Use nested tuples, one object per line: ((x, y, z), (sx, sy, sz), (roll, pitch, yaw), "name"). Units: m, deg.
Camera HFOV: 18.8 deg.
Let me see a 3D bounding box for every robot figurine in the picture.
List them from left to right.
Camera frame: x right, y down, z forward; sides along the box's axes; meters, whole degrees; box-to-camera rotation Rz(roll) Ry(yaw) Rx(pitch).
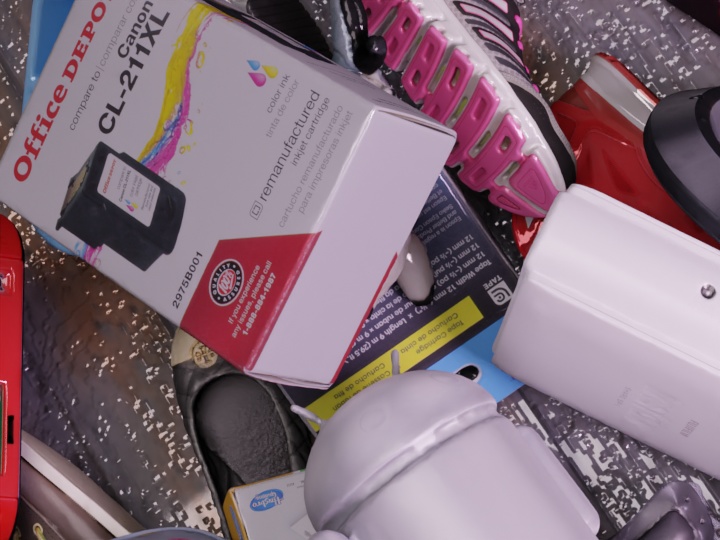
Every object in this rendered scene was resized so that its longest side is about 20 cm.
((0.047, 0.133, 1.087), (0.200, 0.169, 0.113), (54, 134, 15), "robot figurine")

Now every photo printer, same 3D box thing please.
((0.170, 0.046, 1.096), (0.199, 0.166, 0.070), (26, 72, 5), "photo printer")

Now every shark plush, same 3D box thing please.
((-0.018, -0.054, 1.130), (0.083, 0.091, 0.201), (6, 109, 26), "shark plush")

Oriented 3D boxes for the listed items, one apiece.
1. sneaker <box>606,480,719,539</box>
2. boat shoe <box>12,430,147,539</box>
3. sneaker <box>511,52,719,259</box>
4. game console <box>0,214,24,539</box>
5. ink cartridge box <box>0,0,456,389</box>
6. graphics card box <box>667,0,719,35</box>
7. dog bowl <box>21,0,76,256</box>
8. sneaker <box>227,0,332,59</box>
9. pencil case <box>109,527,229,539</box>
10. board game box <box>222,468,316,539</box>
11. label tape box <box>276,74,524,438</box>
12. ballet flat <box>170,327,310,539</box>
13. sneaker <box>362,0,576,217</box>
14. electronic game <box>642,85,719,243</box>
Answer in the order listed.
((0.202, 0.160, 1.119), (0.199, 0.076, 0.114), (-12, 68, 6), "sneaker")
((-0.159, 0.151, 1.225), (0.200, 0.072, 0.060), (35, 88, 16), "boat shoe")
((0.160, -0.016, 1.183), (0.116, 0.078, 0.200), (-46, 58, 10), "sneaker")
((-0.252, 0.075, 1.252), (0.177, 0.031, 0.201), (-17, 68, 47), "game console")
((-0.074, -0.053, 1.096), (0.200, 0.083, 0.146), (32, 100, 31), "ink cartridge box")
((0.246, -0.136, 1.150), (0.200, 0.126, 0.051), (36, 81, 19), "graphics card box")
((-0.144, -0.099, 1.248), (0.111, 0.049, 0.201), (16, 104, 33), "dog bowl")
((-0.079, -0.133, 1.275), (0.088, 0.074, 0.201), (-33, 79, 31), "sneaker")
((-0.099, 0.236, 1.144), (0.090, 0.083, 0.201), (-3, 103, 2), "pencil case")
((0.027, 0.194, 1.146), (0.152, 0.040, 0.201), (-13, 72, -15), "board game box")
((0.000, 0.000, 1.208), (0.143, 0.066, 0.200), (-34, 104, 5), "label tape box")
((-0.059, 0.111, 1.212), (0.066, 0.057, 0.201), (-25, 72, 10), "ballet flat")
((0.065, -0.122, 1.181), (0.087, 0.074, 0.200), (-28, 75, -33), "sneaker")
((0.235, -0.033, 1.103), (0.200, 0.200, 0.042), (35, 120, 20), "electronic game")
